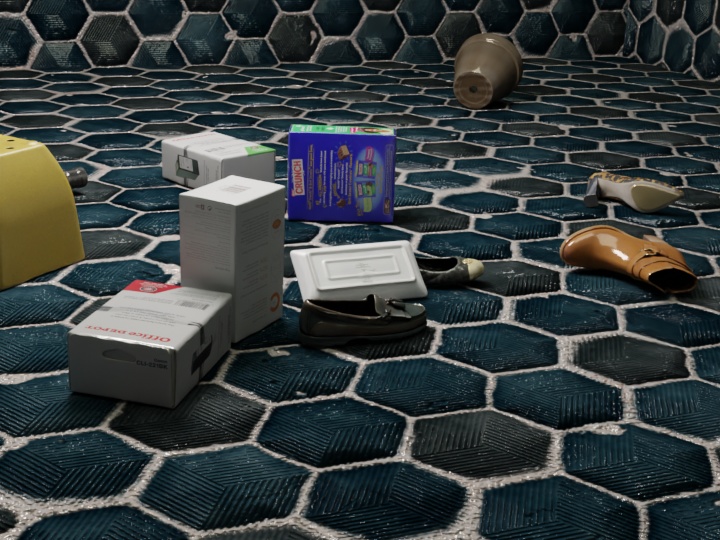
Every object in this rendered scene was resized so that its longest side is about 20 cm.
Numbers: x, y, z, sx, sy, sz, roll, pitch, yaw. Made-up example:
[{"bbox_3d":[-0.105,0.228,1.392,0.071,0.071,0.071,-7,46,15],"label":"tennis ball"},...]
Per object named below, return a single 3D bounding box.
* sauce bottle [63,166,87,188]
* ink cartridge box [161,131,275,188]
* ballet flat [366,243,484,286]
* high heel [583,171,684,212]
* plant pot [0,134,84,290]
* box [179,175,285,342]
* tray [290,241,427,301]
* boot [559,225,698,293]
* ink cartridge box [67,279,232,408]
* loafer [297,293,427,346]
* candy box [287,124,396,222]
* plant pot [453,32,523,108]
[{"bbox_3d":[-0.609,-0.159,2.118,0.066,0.066,0.200,18,23,38],"label":"sauce bottle"},{"bbox_3d":[-0.292,-0.220,2.292,0.200,0.084,0.146,20,26,41],"label":"ink cartridge box"},{"bbox_3d":[0.100,-0.010,1.795,0.199,0.057,0.066,2,21,-1],"label":"ballet flat"},{"bbox_3d":[0.559,-0.173,2.277,0.200,0.072,0.143,0,24,19],"label":"high heel"},{"bbox_3d":[-0.577,-0.106,1.769,0.194,0.200,0.195,13,23,27],"label":"plant pot"},{"bbox_3d":[-0.179,-0.018,1.571,0.097,0.200,0.124,13,21,27],"label":"box"},{"bbox_3d":[0.000,0.000,1.720,0.200,0.022,0.108,-5,58,-20],"label":"tray"},{"bbox_3d":[0.440,-0.008,1.833,0.199,0.077,0.155,7,23,-11],"label":"boot"},{"bbox_3d":[-0.265,0.090,1.432,0.144,0.084,0.200,8,20,12],"label":"ink cartridge box"},{"bbox_3d":[0.008,0.062,1.573,0.200,0.063,0.072,-7,22,-26],"label":"loafer"},{"bbox_3d":[-0.036,-0.181,2.091,0.199,0.170,0.077,2,16,-2],"label":"candy box"},{"bbox_3d":[0.344,-0.551,3.180,0.200,0.200,0.174,10,37,21],"label":"plant pot"}]
